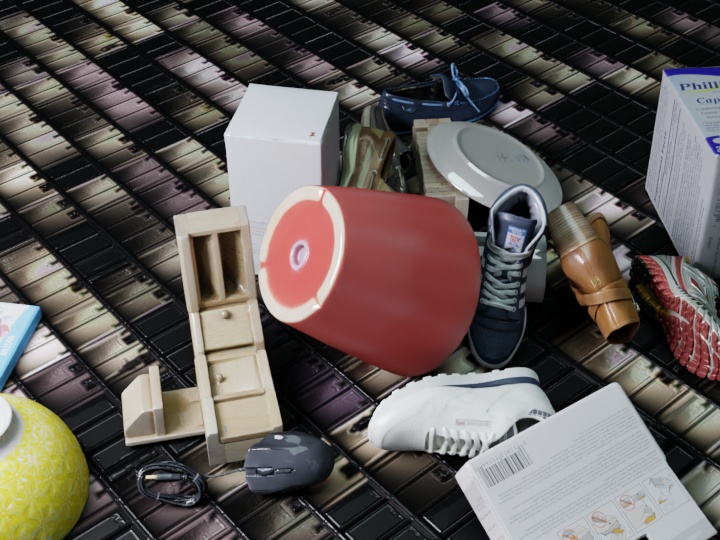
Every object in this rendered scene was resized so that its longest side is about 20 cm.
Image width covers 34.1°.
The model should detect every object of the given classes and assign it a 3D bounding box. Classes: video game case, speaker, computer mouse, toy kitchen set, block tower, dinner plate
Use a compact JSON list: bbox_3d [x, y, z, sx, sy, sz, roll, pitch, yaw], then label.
[{"bbox_3d":[-0.481,0.082,1.335,0.196,0.018,0.144,6,39,7],"label":"video game case"},{"bbox_3d":[0.122,-0.006,1.394,0.196,0.082,0.082,3,39,3],"label":"speaker"},{"bbox_3d":[-0.121,0.199,1.160,0.196,0.060,0.034,-9,7,-9],"label":"computer mouse"},{"bbox_3d":[-0.177,0.073,1.217,0.160,0.183,0.201,-9,37,-9],"label":"toy kitchen set"},{"bbox_3d":[0.104,-0.131,1.566,0.057,0.055,0.202,-4,39,-3],"label":"block tower"},{"bbox_3d":[0.181,-0.142,1.550,0.197,0.024,0.202,18,36,-14],"label":"dinner plate"}]

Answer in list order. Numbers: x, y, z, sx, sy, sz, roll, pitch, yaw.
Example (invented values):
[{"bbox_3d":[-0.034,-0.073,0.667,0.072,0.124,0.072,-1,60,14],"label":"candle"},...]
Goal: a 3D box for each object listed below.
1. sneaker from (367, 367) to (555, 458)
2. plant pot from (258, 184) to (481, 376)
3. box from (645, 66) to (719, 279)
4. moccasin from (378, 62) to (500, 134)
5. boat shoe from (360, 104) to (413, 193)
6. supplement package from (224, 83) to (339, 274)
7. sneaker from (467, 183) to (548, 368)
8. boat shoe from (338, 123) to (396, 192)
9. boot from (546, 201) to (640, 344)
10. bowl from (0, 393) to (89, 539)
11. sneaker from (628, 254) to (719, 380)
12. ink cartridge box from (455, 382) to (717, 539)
[{"bbox_3d":[0.106,0.157,1.206,0.196,0.077,0.081,-11,50,-11],"label":"sneaker"},{"bbox_3d":[0.000,0.000,1.246,0.175,0.202,0.201,14,26,-39],"label":"plant pot"},{"bbox_3d":[0.439,-0.123,1.452,0.103,0.186,0.202,-5,40,-4],"label":"box"},{"bbox_3d":[0.119,-0.249,1.696,0.197,0.069,0.081,-20,43,-23],"label":"moccasin"},{"bbox_3d":[0.032,-0.143,1.577,0.072,0.075,0.202,6,48,-8],"label":"boat shoe"},{"bbox_3d":[-0.089,-0.104,1.416,0.115,0.202,0.118,7,39,8],"label":"supplement package"},{"bbox_3d":[0.160,0.002,1.294,0.069,0.109,0.204,12,79,5],"label":"sneaker"},{"bbox_3d":[0.009,-0.089,1.447,0.072,0.076,0.204,4,71,6],"label":"boat shoe"},{"bbox_3d":[0.282,0.009,1.366,0.076,0.200,0.157,-29,73,9],"label":"boot"},{"bbox_3d":[-0.368,0.184,1.142,0.196,0.109,0.202,0,39,0],"label":"bowl"},{"bbox_3d":[0.383,0.043,1.336,0.081,0.079,0.201,-9,40,-13],"label":"sneaker"},{"bbox_3d":[0.218,0.227,1.140,0.198,0.045,0.178,-22,69,-25],"label":"ink cartridge box"}]
